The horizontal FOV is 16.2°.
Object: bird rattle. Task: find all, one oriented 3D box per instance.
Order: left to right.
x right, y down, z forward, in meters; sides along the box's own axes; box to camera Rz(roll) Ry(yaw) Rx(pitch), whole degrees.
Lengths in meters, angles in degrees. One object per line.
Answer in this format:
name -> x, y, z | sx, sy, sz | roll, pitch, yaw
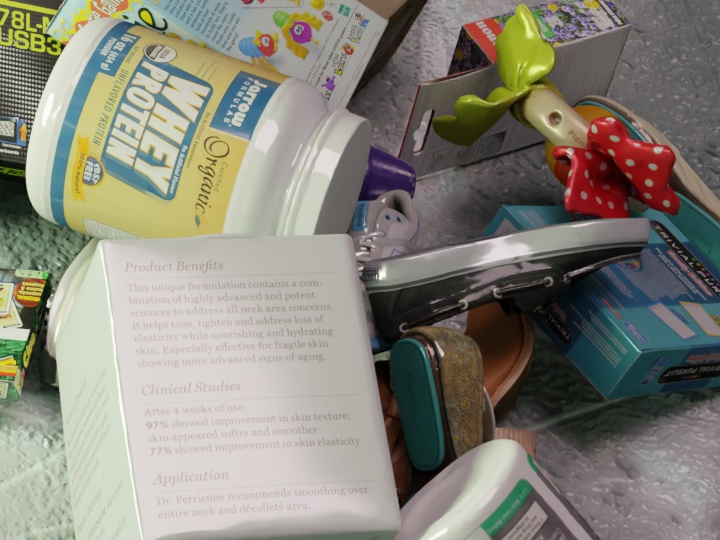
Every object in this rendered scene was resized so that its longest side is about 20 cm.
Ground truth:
bird rattle -> 0.163, -0.096, 1.822 | 0.200, 0.113, 0.163 | 34, 4, 30

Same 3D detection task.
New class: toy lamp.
toy lamp -> -0.056, -0.076, 1.851 | 0.199, 0.058, 0.058 | 9, 45, -19

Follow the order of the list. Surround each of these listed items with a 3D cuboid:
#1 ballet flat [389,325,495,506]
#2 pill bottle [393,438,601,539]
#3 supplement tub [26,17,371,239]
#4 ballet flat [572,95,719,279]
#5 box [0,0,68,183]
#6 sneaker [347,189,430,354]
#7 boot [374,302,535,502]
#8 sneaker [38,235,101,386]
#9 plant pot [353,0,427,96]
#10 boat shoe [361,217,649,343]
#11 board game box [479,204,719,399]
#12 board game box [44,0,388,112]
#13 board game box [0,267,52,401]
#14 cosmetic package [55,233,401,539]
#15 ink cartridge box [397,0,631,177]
ballet flat -> 0.062, 0.135, 1.643 | 0.070, 0.071, 0.201 | -4, 86, -20
pill bottle -> 0.114, 0.212, 1.556 | 0.200, 0.113, 0.113 | 50, 47, -10
supplement tub -> -0.106, -0.073, 1.681 | 0.199, 0.145, 0.145 | 18, 45, 9
ballet flat -> 0.236, -0.058, 1.938 | 0.069, 0.070, 0.200 | -21, 59, -32
box -> -0.253, -0.160, 1.779 | 0.199, 0.047, 0.194 | 9, 70, -28
sneaker -> 0.000, 0.000, 1.747 | 0.074, 0.087, 0.200 | -7, 19, 18
boot -> 0.040, 0.075, 1.741 | 0.154, 0.074, 0.201 | 6, 44, -6
sneaker -> -0.145, 0.014, 1.739 | 0.093, 0.071, 0.200 | 21, 42, 11
plant pot -> -0.049, -0.223, 1.921 | 0.177, 0.200, 0.200 | 39, 48, 4
boat shoe -> 0.099, 0.004, 1.689 | 0.199, 0.069, 0.057 | -11, 93, -11
board game box -> 0.192, 0.019, 1.804 | 0.199, 0.047, 0.151 | -1, 43, -52
board game box -> -0.101, -0.170, 1.775 | 0.199, 0.103, 0.105 | 33, 58, -11
board game box -> -0.312, 0.034, 1.676 | 0.199, 0.024, 0.105 | 5, 47, 5
cosmetic package -> -0.087, 0.101, 1.577 | 0.166, 0.166, 0.201 | -1, 65, -18
ink cartridge box -> 0.104, -0.141, 1.934 | 0.199, 0.109, 0.050 | -17, 54, -29
